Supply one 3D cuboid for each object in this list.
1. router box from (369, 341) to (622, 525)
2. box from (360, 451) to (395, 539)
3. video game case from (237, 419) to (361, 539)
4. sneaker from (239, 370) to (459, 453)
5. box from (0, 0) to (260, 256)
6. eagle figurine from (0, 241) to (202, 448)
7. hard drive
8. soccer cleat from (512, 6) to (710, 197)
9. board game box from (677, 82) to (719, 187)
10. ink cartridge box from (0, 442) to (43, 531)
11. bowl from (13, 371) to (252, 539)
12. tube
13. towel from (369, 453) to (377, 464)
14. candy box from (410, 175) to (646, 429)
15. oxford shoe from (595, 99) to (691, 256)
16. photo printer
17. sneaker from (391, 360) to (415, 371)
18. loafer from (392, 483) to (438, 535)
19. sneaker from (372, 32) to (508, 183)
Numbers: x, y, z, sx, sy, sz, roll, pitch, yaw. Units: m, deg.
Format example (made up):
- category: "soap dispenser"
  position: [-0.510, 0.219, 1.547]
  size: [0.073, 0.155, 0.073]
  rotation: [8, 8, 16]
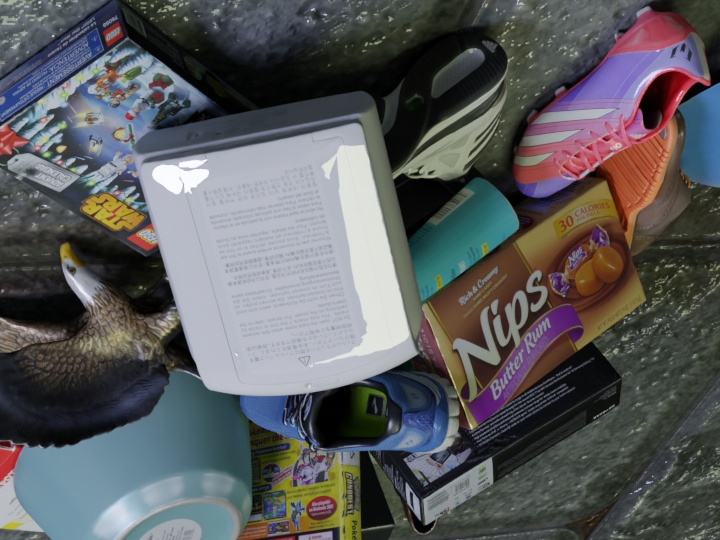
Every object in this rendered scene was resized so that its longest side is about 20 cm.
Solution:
- category: "router box"
  position: [0.094, 0.097, 1.573]
  size: [0.200, 0.149, 0.051]
  rotation: [-29, 149, -14]
- category: "box"
  position: [-0.063, 0.225, 1.713]
  size: [0.107, 0.149, 0.200]
  rotation: [-6, 145, -22]
- category: "video game case"
  position: [-0.072, 0.208, 1.578]
  size: [0.025, 0.181, 0.200]
  rotation: [11, 161, -41]
- category: "sneaker"
  position: [-0.024, 0.099, 1.459]
  size: [0.200, 0.079, 0.089]
  rotation: [1, 177, 41]
- category: "box"
  position: [-0.157, -0.092, 1.301]
  size: [0.137, 0.040, 0.200]
  rotation: [-32, 146, 18]
- category: "eagle figurine"
  position: [-0.201, 0.052, 1.413]
  size: [0.200, 0.151, 0.152]
  rotation: [-32, 162, -2]
- category: "hard drive"
  position: [0.000, 0.000, 1.444]
  size: [0.200, 0.038, 0.140]
  rotation: [-35, 161, -40]
- category: "soccer cleat"
  position: [0.185, -0.112, 1.429]
  size: [0.067, 0.077, 0.200]
  rotation: [9, 136, -38]
- category: "board game box"
  position: [0.321, -0.126, 1.506]
  size: [0.158, 0.039, 0.200]
  rotation: [19, 152, -28]
- category: "ink cartridge box"
  position: [-0.273, 0.158, 1.572]
  size: [0.200, 0.067, 0.116]
  rotation: [13, 133, -41]
- category: "bowl"
  position: [-0.165, 0.180, 1.517]
  size: [0.200, 0.105, 0.201]
  rotation: [-19, 141, -16]
- category: "tube"
  position: [0.027, 0.011, 1.397]
  size: [0.200, 0.050, 0.077]
  rotation: [-39, 166, -11]
- category: "towel"
  position: [0.103, 0.137, 1.769]
  size: [0.171, 0.048, 0.200]
  rotation: [-39, 143, 24]
- category: "candy box"
  position: [0.125, 0.021, 1.495]
  size: [0.200, 0.056, 0.117]
  rotation: [-34, 116, -27]
- category: "oxford shoe"
  position: [0.231, -0.078, 1.521]
  size: [0.073, 0.071, 0.200]
  rotation: [-21, 157, -19]
- category: "photo printer"
  position: [-0.049, -0.010, 1.279]
  size: [0.166, 0.070, 0.201]
  rotation: [-11, 115, 8]
- category: "sneaker"
  position: [0.063, 0.033, 1.537]
  size: [0.200, 0.077, 0.080]
  rotation: [-47, 147, -21]
- category: "loafer"
  position: [0.058, 0.155, 1.681]
  size: [0.072, 0.063, 0.200]
  rotation: [-4, 136, -1]
- category: "sneaker"
  position: [0.026, -0.077, 1.368]
  size: [0.200, 0.076, 0.115]
  rotation: [-33, 150, -10]
